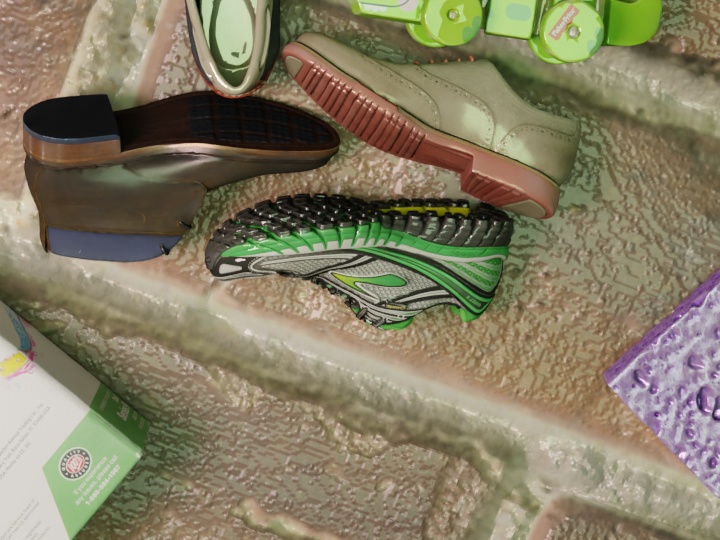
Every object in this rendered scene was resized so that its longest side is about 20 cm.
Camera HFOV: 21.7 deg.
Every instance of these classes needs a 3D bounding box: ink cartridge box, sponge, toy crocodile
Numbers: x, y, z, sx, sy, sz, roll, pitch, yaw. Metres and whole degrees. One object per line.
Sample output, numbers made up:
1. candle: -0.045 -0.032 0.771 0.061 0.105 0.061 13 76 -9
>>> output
1. ink cartridge box: -0.257 0.098 1.208 0.200 0.088 0.145 39 97 -9
2. sponge: 0.270 0.043 1.235 0.200 0.030 0.112 -43 98 6
3. toy crocodile: 0.089 -0.166 1.178 0.200 0.068 0.062 7 94 -4

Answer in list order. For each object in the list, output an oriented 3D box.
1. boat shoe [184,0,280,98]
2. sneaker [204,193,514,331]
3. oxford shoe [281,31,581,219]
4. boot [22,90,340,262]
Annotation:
1. boat shoe: -0.086 -0.207 1.170 0.071 0.063 0.200 -5 99 2
2. sneaker: 0.000 0.000 1.184 0.200 0.078 0.085 2 105 -17
3. oxford shoe: 0.046 -0.107 1.196 0.200 0.071 0.074 28 77 -9
4. boot: -0.116 -0.058 1.205 0.200 0.075 0.097 1 125 -10
